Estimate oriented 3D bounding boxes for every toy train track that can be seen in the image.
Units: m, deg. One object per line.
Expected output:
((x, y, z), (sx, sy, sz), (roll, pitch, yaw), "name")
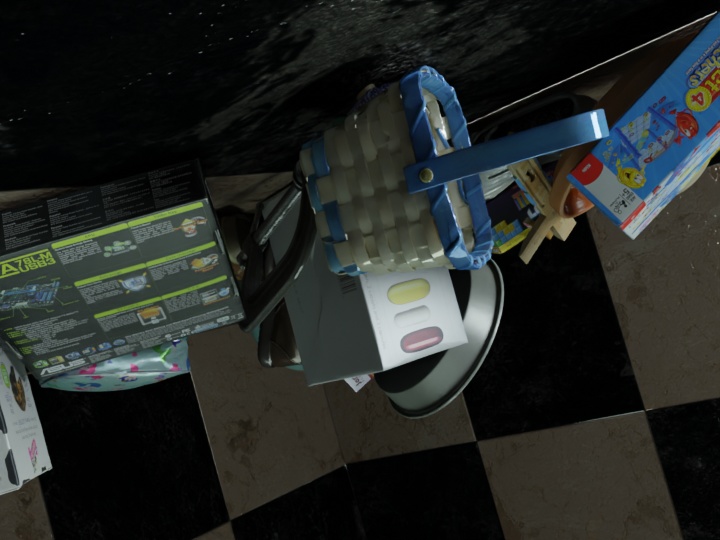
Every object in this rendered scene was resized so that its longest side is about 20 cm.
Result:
((0.162, -0.079, 0.855), (0.115, 0.032, 0.200), (-56, 147, -2), "toy train track")

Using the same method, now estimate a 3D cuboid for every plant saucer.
((0.242, -0.131, 0.814), (0.199, 0.032, 0.201), (-37, 160, -16), "plant saucer")

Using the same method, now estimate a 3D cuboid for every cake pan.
((0.078, 0.064, 1.002), (0.036, 0.202, 0.199), (29, 154, -23), "cake pan")

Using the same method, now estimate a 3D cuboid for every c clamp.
((-0.080, -0.034, 0.834), (0.027, 0.173, 0.200), (20, 149, -20), "c clamp")

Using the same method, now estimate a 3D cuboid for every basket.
((0.068, -0.071, 0.618), (0.197, 0.141, 0.176), (-11, -177, 13), "basket")

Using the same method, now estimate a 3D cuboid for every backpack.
((-0.267, 0.049, 0.943), (0.176, 0.153, 0.199), (3, 175, -36), "backpack")

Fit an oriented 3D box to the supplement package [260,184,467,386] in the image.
((0.000, 0.000, 0.926), (0.110, 0.203, 0.155), (-14, 177, -34), "supplement package")

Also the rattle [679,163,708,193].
((0.361, -0.175, 1.048), (0.200, 0.130, 0.143), (-44, -178, 11), "rattle")

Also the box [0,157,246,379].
((-0.205, 0.007, 0.741), (0.197, 0.048, 0.194), (-17, 147, -6), "box")

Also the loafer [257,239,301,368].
((-0.072, 0.020, 1.045), (0.070, 0.203, 0.073), (10, -159, 8), "loafer")

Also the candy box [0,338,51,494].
((-0.331, 0.089, 0.762), (0.071, 0.203, 0.168), (-15, 176, -12), "candy box")

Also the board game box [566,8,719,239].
((0.261, -0.119, 0.720), (0.196, 0.056, 0.200), (-48, 165, 13), "board game box")

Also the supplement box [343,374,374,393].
((0.030, 0.044, 1.127), (0.200, 0.109, 0.061), (-42, -138, -3), "supplement box")

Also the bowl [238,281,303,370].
((-0.084, 0.021, 1.185), (0.198, 0.203, 0.105), (-17, 157, 16), "bowl")

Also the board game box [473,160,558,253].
((0.177, -0.087, 1.032), (0.164, 0.057, 0.200), (-31, -171, -10), "board game box")

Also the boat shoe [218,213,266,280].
((-0.147, -0.025, 1.023), (0.067, 0.073, 0.200), (-12, 168, 6), "boat shoe")

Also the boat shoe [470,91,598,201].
((0.140, -0.119, 0.889), (0.198, 0.073, 0.068), (-16, 163, 36), "boat shoe")
